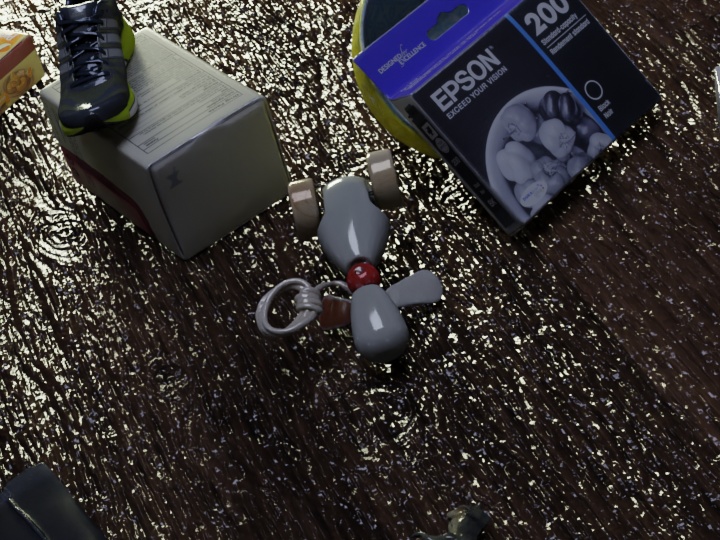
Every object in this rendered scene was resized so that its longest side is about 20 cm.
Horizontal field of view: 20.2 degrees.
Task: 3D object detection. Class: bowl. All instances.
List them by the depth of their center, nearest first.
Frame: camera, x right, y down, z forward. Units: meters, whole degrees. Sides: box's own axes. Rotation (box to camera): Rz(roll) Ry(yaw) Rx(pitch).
[{"bbox_3d":[0.074,-0.179,1.782,0.200,0.200,0.108,-38,-1,-26],"label":"bowl"}]

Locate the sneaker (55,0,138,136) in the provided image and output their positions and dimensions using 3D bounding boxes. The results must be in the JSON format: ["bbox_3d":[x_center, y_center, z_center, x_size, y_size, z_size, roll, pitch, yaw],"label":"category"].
[{"bbox_3d":[-0.241,-0.189,1.773,0.074,0.081,0.200,-16,38,3],"label":"sneaker"}]

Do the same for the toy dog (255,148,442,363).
[{"bbox_3d":[0.000,0.000,1.642,0.132,0.096,0.200,0,55,16],"label":"toy dog"}]

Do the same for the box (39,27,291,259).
[{"bbox_3d":[-0.175,-0.117,1.814,0.128,0.109,0.200,-34,41,-20],"label":"box"}]

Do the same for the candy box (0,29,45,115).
[{"bbox_3d":[-0.435,-0.202,2.062,0.200,0.055,0.115,14,47,33],"label":"candy box"}]

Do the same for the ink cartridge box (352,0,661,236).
[{"bbox_3d":[0.127,-0.162,1.710,0.198,0.200,0.043,-42,-1,-29],"label":"ink cartridge box"}]

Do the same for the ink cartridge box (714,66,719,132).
[{"bbox_3d":[0.362,-0.085,1.594,0.146,0.086,0.200,-9,40,10],"label":"ink cartridge box"}]

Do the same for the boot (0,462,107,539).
[{"bbox_3d":[-0.245,0.234,1.438,0.165,0.066,0.200,-24,40,-23],"label":"boot"}]

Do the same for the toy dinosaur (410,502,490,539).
[{"bbox_3d":[0.045,0.224,1.362,0.088,0.047,0.200,-4,42,6],"label":"toy dinosaur"}]
